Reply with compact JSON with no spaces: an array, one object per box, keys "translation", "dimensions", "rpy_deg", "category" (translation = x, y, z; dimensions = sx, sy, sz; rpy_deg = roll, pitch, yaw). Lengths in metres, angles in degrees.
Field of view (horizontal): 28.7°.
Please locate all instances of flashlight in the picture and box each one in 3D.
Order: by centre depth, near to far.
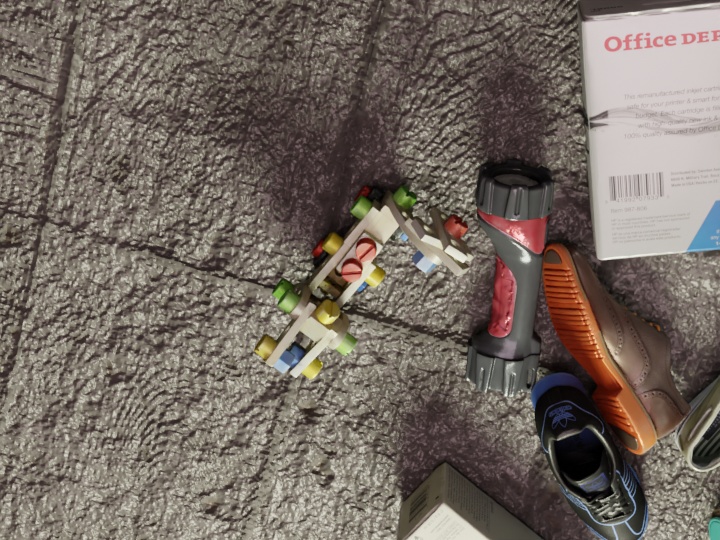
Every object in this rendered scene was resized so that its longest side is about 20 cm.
[{"translation":[0.122,0.009,1.205],"dimensions":[0.068,0.068,0.201],"rpy_deg":[-11,120,-31],"category":"flashlight"}]

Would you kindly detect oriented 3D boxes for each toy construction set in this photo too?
[{"translation":[0.000,0.000,1.175],"dimensions":[0.200,0.131,0.092],"rpy_deg":[-35,105,17],"category":"toy construction set"}]

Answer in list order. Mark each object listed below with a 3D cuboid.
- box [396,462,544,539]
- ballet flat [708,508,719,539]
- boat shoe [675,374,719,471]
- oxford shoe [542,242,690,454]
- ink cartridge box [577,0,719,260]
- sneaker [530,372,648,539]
[{"translation":[0.129,0.272,1.296],"dimensions":[0.200,0.082,0.068],"rpy_deg":[40,109,-9],"category":"box"},{"translation":[0.375,0.293,1.298],"dimensions":[0.065,0.070,0.201],"rpy_deg":[-26,112,-14],"category":"ballet flat"},{"translation":[0.348,0.096,1.215],"dimensions":[0.072,0.062,0.200],"rpy_deg":[31,109,-7],"category":"boat shoe"},{"translation":[0.221,0.056,1.222],"dimensions":[0.073,0.071,0.201],"rpy_deg":[-30,104,-14],"category":"oxford shoe"},{"translation":[0.252,-0.121,1.129],"dimensions":[0.144,0.084,0.201],"rpy_deg":[-5,111,7],"category":"ink cartridge box"},{"translation":[0.205,0.185,1.242],"dimensions":[0.070,0.078,0.200],"rpy_deg":[-26,119,12],"category":"sneaker"}]
